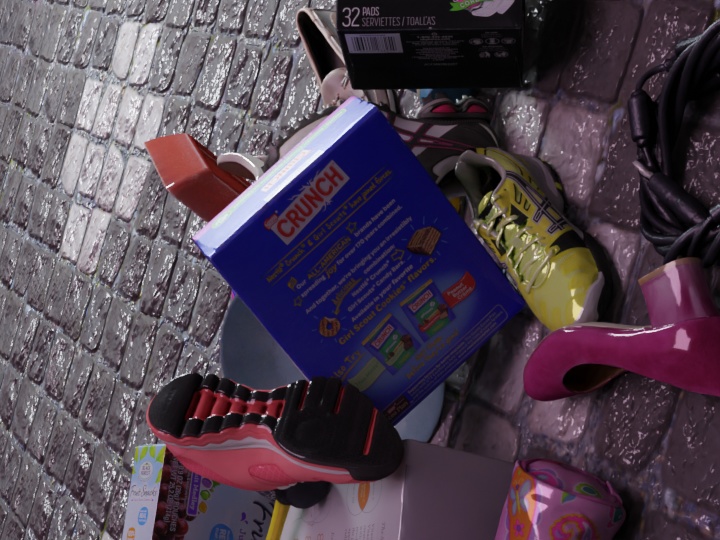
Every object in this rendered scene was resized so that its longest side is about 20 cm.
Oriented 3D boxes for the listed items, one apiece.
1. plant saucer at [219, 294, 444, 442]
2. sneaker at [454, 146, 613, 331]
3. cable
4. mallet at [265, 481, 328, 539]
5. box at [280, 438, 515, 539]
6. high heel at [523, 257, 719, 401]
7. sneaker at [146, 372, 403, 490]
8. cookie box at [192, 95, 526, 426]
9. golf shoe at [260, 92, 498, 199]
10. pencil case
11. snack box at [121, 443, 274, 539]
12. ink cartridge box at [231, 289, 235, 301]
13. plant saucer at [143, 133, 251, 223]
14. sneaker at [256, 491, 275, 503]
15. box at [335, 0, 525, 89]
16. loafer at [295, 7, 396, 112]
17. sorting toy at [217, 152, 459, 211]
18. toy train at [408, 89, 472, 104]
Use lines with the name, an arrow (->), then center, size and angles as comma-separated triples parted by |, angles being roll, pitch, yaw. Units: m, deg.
plant saucer -> -0.020, 0.075, 1.426 | 0.202, 0.200, 0.039 | -57, -3, 30
sneaker -> 0.123, -0.019, 1.279 | 0.076, 0.076, 0.201 | -59, 34, 25
cable -> 0.241, -0.085, 1.122 | 0.199, 0.050, 0.165 | -10, 69, 59
mallet -> -0.070, 0.233, 1.341 | 0.066, 0.041, 0.202 | 21, 100, 60
box -> 0.022, 0.226, 1.319 | 0.200, 0.106, 0.154 | -23, 57, 56
high heel -> 0.181, 0.075, 1.161 | 0.200, 0.067, 0.097 | -37, 59, 46
sneaker -> -0.057, 0.128, 1.275 | 0.087, 0.198, 0.074 | 74, -149, -47
cookie box -> 0.000, 0.000, 1.296 | 0.171, 0.200, 0.075 | -41, 21, -7
golf shoe -> 0.022, -0.088, 1.373 | 0.077, 0.198, 0.089 | 103, 154, -55
pencil case -> 0.116, 0.232, 1.176 | 0.087, 0.087, 0.202 | 30, 104, 61
snack box -> -0.127, 0.265, 1.506 | 0.067, 0.168, 0.202 | -9, 69, 56
ink cartridge box -> -0.092, 0.086, 1.582 | 0.095, 0.037, 0.201 | -117, 24, -51
plant saucer -> -0.095, -0.046, 1.510 | 0.037, 0.199, 0.200 | -50, 20, 3
sneaker -> -0.037, 0.111, 1.506 | 0.076, 0.080, 0.202 | -13, 63, 61
box -> 0.059, -0.260, 1.367 | 0.124, 0.147, 0.202 | 72, -161, -73
loafer -> -0.019, -0.177, 1.620 | 0.072, 0.062, 0.201 | -54, 35, 33
sorting toy -> -0.027, -0.058, 1.459 | 0.200, 0.179, 0.108 | 41, 113, 58
toy train -> 0.088, -0.237, 1.453 | 0.201, 0.084, 0.116 | -54, 51, 23
